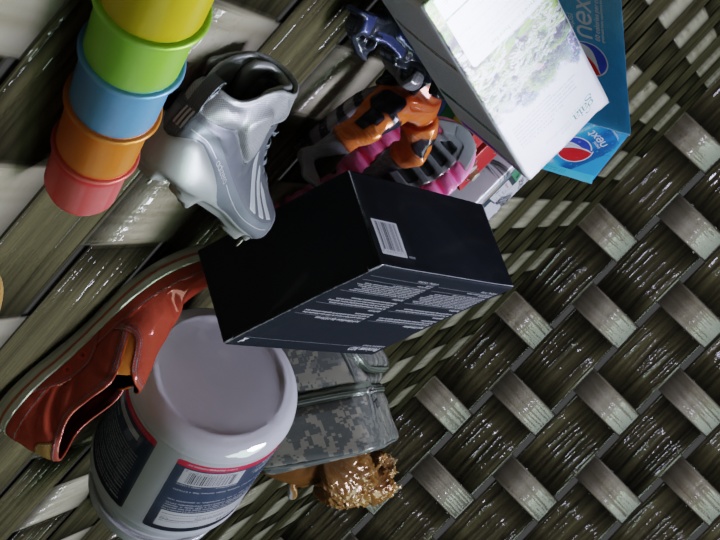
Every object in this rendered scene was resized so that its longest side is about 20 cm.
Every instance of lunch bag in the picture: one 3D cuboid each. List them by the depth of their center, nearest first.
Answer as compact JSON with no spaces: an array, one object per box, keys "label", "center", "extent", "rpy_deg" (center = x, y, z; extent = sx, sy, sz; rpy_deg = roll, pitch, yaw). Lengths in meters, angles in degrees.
[{"label":"lunch bag","center":[-0.046,0.106,1.523],"extent":[0.139,0.169,0.200],"rpy_deg":[-14,174,8]}]

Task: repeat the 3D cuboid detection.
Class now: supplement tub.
[{"label":"supplement tub","center":[-0.145,0.136,1.283],"extent":[0.140,0.140,0.200],"rpy_deg":[-37,167,-39]}]

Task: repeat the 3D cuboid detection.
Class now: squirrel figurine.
[{"label":"squirrel figurine","center":[-0.053,0.230,1.859],"extent":[0.142,0.200,0.187],"rpy_deg":[-46,162,-20]}]

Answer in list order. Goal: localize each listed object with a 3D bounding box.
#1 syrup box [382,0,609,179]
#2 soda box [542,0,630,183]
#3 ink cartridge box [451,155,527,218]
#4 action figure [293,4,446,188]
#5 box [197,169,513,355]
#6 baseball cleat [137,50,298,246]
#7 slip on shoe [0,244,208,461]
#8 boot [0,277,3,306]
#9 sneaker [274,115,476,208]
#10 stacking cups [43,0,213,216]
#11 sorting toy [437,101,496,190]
[{"label":"syrup box","center":[0.080,-0.152,0.976],"extent":[0.079,0.081,0.200],"rpy_deg":[-44,143,-2]},{"label":"soda box","center":[0.159,-0.170,1.180],"extent":[0.064,0.068,0.201],"rpy_deg":[123,-24,-50]},{"label":"ink cartridge box","center":[0.103,-0.095,1.520],"extent":[0.200,0.084,0.146],"rpy_deg":[-44,170,-1]},{"label":"action figure","center":[0.022,-0.143,1.080],"extent":[0.200,0.105,0.194],"rpy_deg":[21,109,-49]},{"label":"box","center":[0.000,0.000,1.133],"extent":[0.141,0.079,0.200],"rpy_deg":[-29,161,26]},{"label":"baseball cleat","center":[-0.070,-0.074,0.949],"extent":[0.106,0.070,0.200],"rpy_deg":[-45,171,4]},{"label":"slip on shoe","center":[-0.170,0.059,1.105],"extent":[0.200,0.061,0.074],"rpy_deg":[-44,168,-16]},{"label":"boot","center":[-0.221,0.020,0.763],"extent":[0.201,0.071,0.144],"rpy_deg":[-47,176,30]},{"label":"sneaker","center":[0.003,-0.062,1.273],"extent":[0.199,0.079,0.095],"rpy_deg":[-29,177,0]},{"label":"stacking cups","center":[-0.119,-0.093,0.739],"extent":[0.060,0.061,0.200],"rpy_deg":[-37,170,-39]},{"label":"sorting toy","center":[0.120,-0.164,1.353],"extent":[0.200,0.070,0.199],"rpy_deg":[-44,170,-2]}]
